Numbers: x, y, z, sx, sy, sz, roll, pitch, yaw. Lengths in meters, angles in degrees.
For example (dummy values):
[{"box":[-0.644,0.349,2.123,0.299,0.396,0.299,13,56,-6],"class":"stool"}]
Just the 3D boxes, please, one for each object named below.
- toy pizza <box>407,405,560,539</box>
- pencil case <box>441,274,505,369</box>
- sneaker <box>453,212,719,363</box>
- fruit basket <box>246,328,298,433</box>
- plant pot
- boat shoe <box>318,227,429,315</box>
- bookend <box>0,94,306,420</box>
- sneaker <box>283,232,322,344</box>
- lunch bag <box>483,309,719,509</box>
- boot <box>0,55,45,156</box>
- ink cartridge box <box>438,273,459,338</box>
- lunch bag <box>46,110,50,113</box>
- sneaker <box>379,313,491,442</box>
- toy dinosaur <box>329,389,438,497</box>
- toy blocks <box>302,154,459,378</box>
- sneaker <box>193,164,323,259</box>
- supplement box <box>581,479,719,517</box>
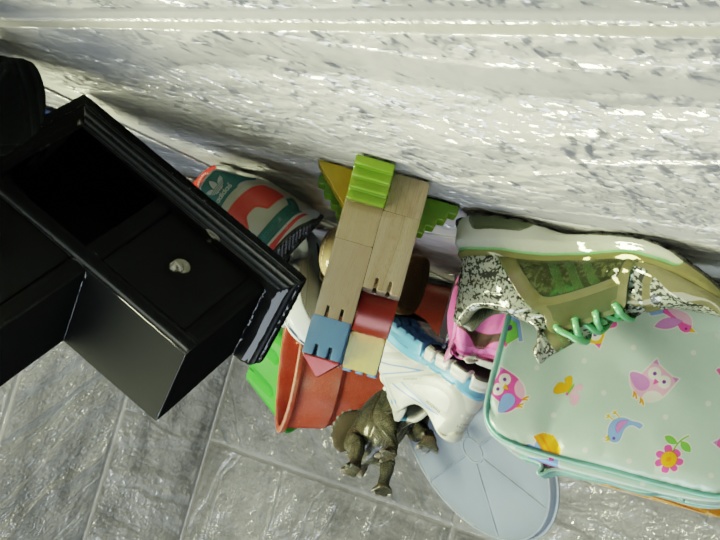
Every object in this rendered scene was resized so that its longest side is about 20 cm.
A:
[{"box":[0.116,0.163,1.068,0.032,0.201,0.200,-26,-160,-34],"class":"toy pizza"},{"box":[0.168,0.054,0.914,0.199,0.094,0.091,14,147,6],"class":"pencil case"},{"box":[0.145,0.023,0.740,0.199,0.089,0.077,11,172,35],"class":"sneaker"},{"box":[-0.010,0.108,1.373,0.214,0.156,0.216,8,-146,-6],"class":"fruit basket"},{"box":[0.021,0.084,1.199,0.194,0.202,0.201,8,175,-8],"class":"plant pot"},{"box":[0.000,0.000,0.965,0.066,0.074,0.200,15,175,21],"class":"boat shoe"},{"box":[-0.176,0.017,0.697,0.198,0.200,0.092,40,134,9],"class":"bookend"},{"box":[-0.060,0.025,0.996,0.073,0.071,0.200,53,-171,-16],"class":"sneaker"},{"box":[0.189,0.080,0.800,0.199,0.161,0.077,12,173,21],"class":"lunch bag"},{"box":[-0.295,-0.082,0.640,0.161,0.074,0.198,7,-152,22],"class":"boot"},{"box":[0.196,0.072,1.064,0.199,0.085,0.144,12,173,38],"class":"ink cartridge box"},{"box":[-0.276,-0.058,0.867,0.199,0.137,0.132,18,174,-17],"class":"lunch bag"},{"box":[0.036,0.087,1.016,0.075,0.087,0.200,12,-165,-37],"class":"sneaker"},{"box":[0.028,0.144,1.066,0.077,0.103,0.200,25,128,-24],"class":"toy dinosaur"},{"box":[0.001,0.011,0.783,0.099,0.138,0.200,15,174,1],"class":"toy blocks"},{"box":[-0.085,-0.048,0.893,0.093,0.070,0.200,42,180,-3],"class":"sneaker"},{"box":[0.233,0.165,1.054,0.125,0.074,0.200,18,174,-19],"class":"supplement box"}]
